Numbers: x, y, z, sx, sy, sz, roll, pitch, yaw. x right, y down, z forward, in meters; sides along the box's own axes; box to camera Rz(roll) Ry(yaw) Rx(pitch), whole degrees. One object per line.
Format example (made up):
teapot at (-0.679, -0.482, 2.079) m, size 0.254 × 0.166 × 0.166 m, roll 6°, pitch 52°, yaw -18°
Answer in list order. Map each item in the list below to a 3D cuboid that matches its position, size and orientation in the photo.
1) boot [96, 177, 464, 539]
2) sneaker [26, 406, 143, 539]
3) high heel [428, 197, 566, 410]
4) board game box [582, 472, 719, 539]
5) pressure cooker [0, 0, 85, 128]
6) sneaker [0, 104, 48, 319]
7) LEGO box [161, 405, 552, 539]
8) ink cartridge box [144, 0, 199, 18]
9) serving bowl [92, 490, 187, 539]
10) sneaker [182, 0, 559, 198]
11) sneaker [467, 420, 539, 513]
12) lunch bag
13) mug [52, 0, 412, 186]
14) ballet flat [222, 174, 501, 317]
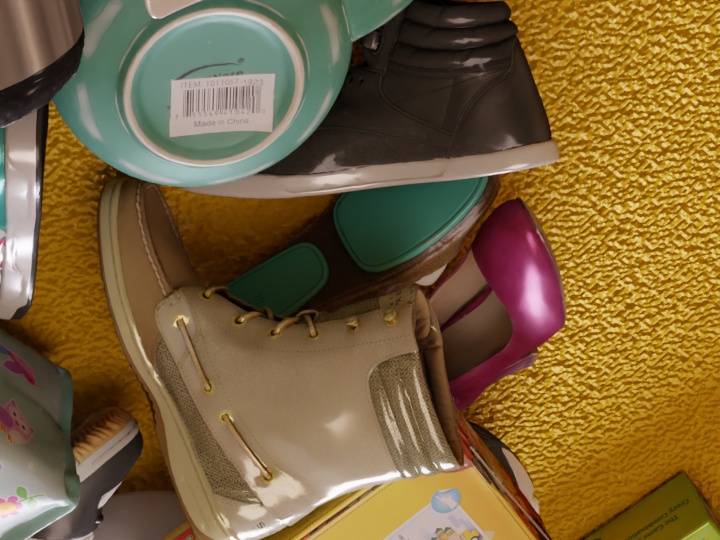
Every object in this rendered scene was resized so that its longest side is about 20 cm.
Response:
boot at (-0.041, 0.028, 1.270) m, size 0.154 × 0.072 × 0.202 m, roll -20°, pitch 90°, yaw 17°
sneaker at (-0.177, 0.167, 1.361) m, size 0.088 × 0.076 × 0.200 m, roll 41°, pitch 88°, yaw -11°
high heel at (0.051, 0.025, 1.330) m, size 0.095 × 0.068 × 0.200 m, roll -21°, pitch 165°, yaw -11°
board game box at (0.150, 0.222, 1.554) m, size 0.199 × 0.048 × 0.102 m, roll -34°, pitch 128°, yaw 10°
pressure cooker at (-0.220, -0.161, 1.063) m, size 0.175 × 0.179 × 0.202 m, roll -17°, pitch 114°, yaw -16°
sneaker at (-0.215, -0.033, 1.208) m, size 0.120 × 0.084 × 0.200 m, roll 4°, pitch 155°, yaw -8°
LEGO box at (-0.003, 0.169, 1.354) m, size 0.199 × 0.077 × 0.149 m, roll -36°, pitch 122°, yaw 3°
ink cartridge box at (-0.084, -0.224, 1.081) m, size 0.116 × 0.067 × 0.202 m, roll -26°, pitch 118°, yaw -30°
serving bowl at (-0.122, 0.225, 1.437) m, size 0.198 × 0.066 × 0.201 m, roll -5°, pitch 124°, yaw -7°
sneaker at (-0.001, -0.091, 1.268) m, size 0.198 × 0.071 × 0.100 m, roll -7°, pitch 94°, yaw 16°
sneaker at (0.047, 0.179, 1.452) m, size 0.084 × 0.074 × 0.201 m, roll -35°, pitch 143°, yaw -44°
lunch bag at (-0.272, 0.099, 1.289) m, size 0.199 × 0.122 × 0.170 m, roll -34°, pitch 130°, yaw 19°
mug at (-0.068, -0.127, 1.181) m, size 0.185 × 0.115 × 0.152 m, roll -42°, pitch 126°, yaw 17°
ballet flat at (0.000, 0.000, 1.338) m, size 0.199 × 0.068 × 0.072 m, roll -36°, pitch 148°, yaw 12°
